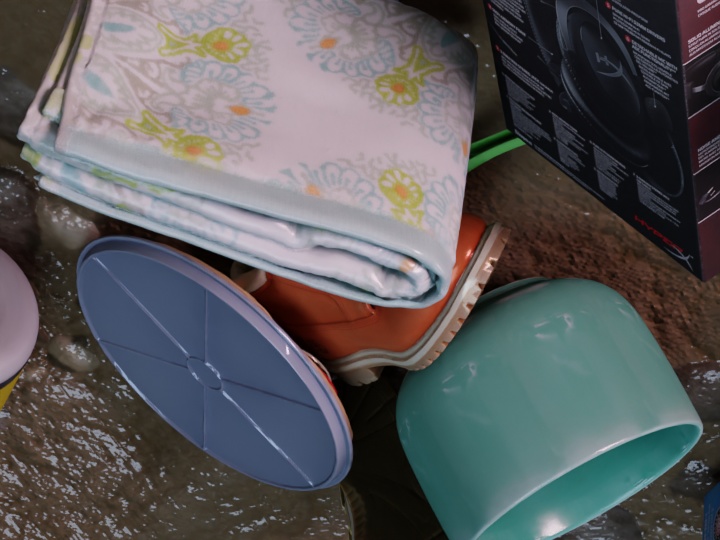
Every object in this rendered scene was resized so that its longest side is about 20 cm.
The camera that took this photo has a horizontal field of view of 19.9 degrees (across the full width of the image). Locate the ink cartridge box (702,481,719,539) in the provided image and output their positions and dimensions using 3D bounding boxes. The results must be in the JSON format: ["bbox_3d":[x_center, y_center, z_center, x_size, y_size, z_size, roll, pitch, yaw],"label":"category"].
[{"bbox_3d":[0.295,0.170,1.156,0.145,0.148,0.200,14,149,-9],"label":"ink cartridge box"}]

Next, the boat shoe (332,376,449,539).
[{"bbox_3d":[0.029,0.156,1.210,0.073,0.201,0.066,-20,150,7],"label":"boat shoe"}]

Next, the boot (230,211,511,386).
[{"bbox_3d":[0.000,0.000,1.100,0.107,0.075,0.200,37,152,-14],"label":"boot"}]

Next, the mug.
[{"bbox_3d":[0.086,0.083,1.138,0.151,0.115,0.185,-6,151,-48],"label":"mug"}]

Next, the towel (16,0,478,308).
[{"bbox_3d":[-0.043,-0.079,0.936,0.199,0.172,0.048,20,137,-9],"label":"towel"}]

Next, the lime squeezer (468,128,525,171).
[{"bbox_3d":[0.010,-0.057,1.072,0.198,0.038,0.071,2,170,16],"label":"lime squeezer"}]

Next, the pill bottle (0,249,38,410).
[{"bbox_3d":[-0.273,0.071,1.237,0.111,0.113,0.200,23,138,-12],"label":"pill bottle"}]

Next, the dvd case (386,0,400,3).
[{"bbox_3d":[-0.041,-0.171,0.980,0.150,0.025,0.200,26,137,-15],"label":"dvd case"}]

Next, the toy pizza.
[{"bbox_3d":[-0.081,0.050,1.186,0.199,0.032,0.201,30,150,19],"label":"toy pizza"}]

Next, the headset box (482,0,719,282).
[{"bbox_3d":[0.122,-0.117,0.903,0.077,0.149,0.201,-33,138,-18],"label":"headset box"}]
